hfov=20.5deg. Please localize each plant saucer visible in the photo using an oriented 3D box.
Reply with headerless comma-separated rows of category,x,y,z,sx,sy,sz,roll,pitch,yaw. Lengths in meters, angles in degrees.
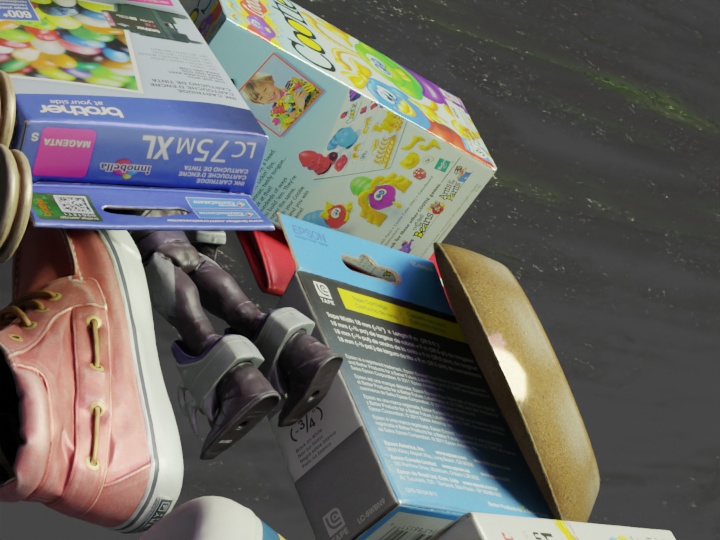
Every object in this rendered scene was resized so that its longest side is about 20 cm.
plant saucer,0.098,0.069,1.187,0.200,0.035,0.200,157,-90,-88

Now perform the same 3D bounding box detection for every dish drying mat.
dish drying mat,0.000,0.000,1.275,0.200,0.018,0.077,16,41,-46

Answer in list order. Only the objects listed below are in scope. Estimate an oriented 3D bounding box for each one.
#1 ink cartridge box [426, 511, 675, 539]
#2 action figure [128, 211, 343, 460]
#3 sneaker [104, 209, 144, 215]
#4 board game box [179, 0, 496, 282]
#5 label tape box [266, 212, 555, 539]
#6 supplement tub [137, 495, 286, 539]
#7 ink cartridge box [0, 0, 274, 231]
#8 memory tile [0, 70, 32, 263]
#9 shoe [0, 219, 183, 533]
ink cartridge box,0.122,0.216,1.087,0.200,0.086,0.148,14,42,-49
action figure,-0.101,0.001,1.081,0.130,0.069,0.200,-9,55,-50
sneaker,-0.176,-0.080,1.004,0.200,0.071,0.099,15,27,5
board game box,-0.034,-0.090,1.225,0.200,0.105,0.103,28,22,-26
label tape box,0.013,0.075,1.143,0.144,0.063,0.200,17,39,-46
supplement tub,-0.029,0.205,0.820,0.200,0.145,0.145,41,28,-12
ink cartridge box,-0.121,-0.086,0.943,0.119,0.042,0.200,2,35,-27
memory tile,-0.195,-0.051,0.920,0.017,0.153,0.200,10,44,-32
shoe,-0.152,0.033,0.955,0.091,0.071,0.200,19,38,-41
